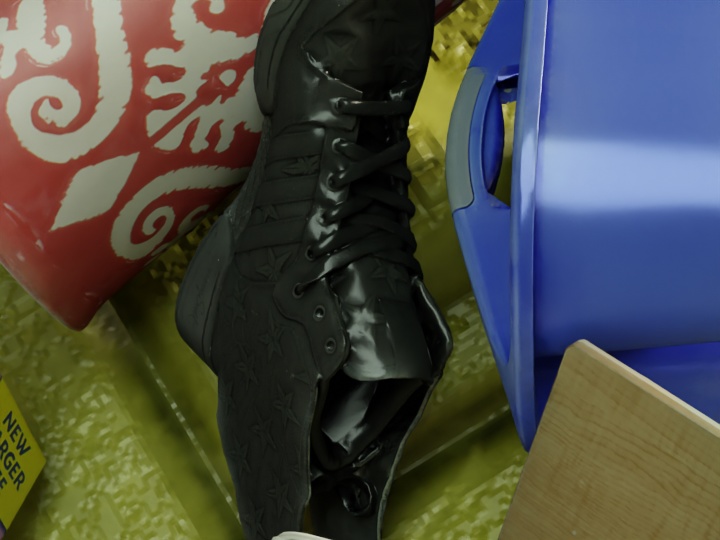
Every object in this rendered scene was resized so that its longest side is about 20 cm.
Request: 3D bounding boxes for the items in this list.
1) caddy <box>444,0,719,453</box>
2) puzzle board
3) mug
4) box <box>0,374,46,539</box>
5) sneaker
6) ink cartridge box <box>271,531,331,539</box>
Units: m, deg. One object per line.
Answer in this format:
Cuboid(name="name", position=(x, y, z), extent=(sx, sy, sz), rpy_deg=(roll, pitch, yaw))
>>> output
Cuboid(name="caddy", position=(0.079, -0.039, 0.753), extent=(0.105, 0.141, 0.200), rpy_deg=(1, 60, 9))
Cuboid(name="puzzle board", position=(0.121, 0.128, 0.678), extent=(0.200, 0.151, 0.017), rpy_deg=(33, 35, 24))
Cuboid(name="mug", position=(-0.067, -0.107, 0.815), extent=(0.200, 0.133, 0.178), rpy_deg=(-36, 58, 1))
Cuboid(name="box", position=(-0.202, 0.069, 0.710), extent=(0.097, 0.176, 0.200), rpy_deg=(2, 45, 24))
Cuboid(name="sneaker", position=(-0.002, 0.000, 0.752), extent=(0.104, 0.060, 0.200), rpy_deg=(49, 127, 41))
Cuboid(name="ink cartridge box", position=(0.002, 0.184, 0.616), extent=(0.085, 0.146, 0.200), rpy_deg=(11, 74, 22))
